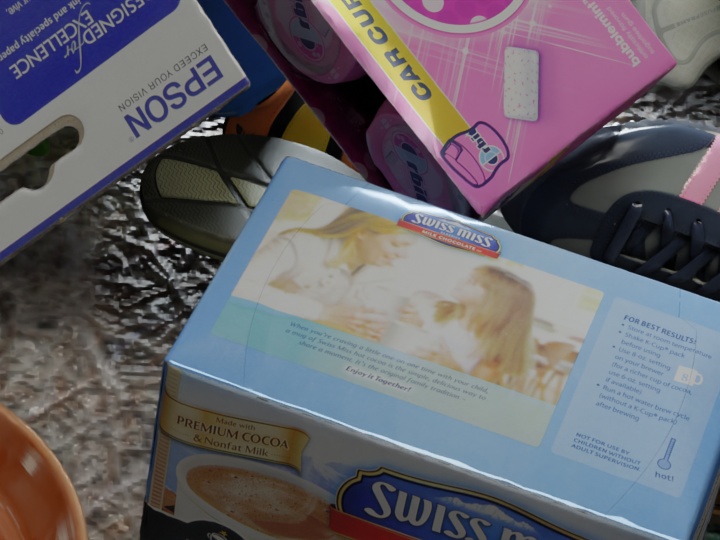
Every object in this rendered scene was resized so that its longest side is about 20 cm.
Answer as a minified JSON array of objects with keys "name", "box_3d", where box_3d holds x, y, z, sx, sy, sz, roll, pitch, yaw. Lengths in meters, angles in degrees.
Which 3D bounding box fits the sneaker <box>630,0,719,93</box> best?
[{"name":"sneaker","box_3d":[0.204,-0.117,1.394,0.199,0.075,0.081,0,84,-30]}]

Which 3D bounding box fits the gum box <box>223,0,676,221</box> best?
[{"name":"gum box","box_3d":[0.016,-0.121,1.184,0.113,0.066,0.200,-37,88,-24]}]

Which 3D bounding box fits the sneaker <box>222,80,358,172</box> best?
[{"name":"sneaker","box_3d":[-0.001,-0.111,1.337,0.090,0.070,0.200,18,45,3]}]

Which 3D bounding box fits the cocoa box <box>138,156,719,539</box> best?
[{"name":"cocoa box","box_3d":[0.033,0.070,1.105,0.199,0.132,0.134,19,43,9]}]

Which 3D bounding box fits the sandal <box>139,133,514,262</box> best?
[{"name":"sandal","box_3d":[0.001,0.001,1.234,0.200,0.057,0.080,18,35,-14]}]

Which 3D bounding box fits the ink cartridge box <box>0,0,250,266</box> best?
[{"name":"ink cartridge box","box_3d":[-0.164,-0.106,1.190,0.200,0.197,0.047,57,20,2]}]

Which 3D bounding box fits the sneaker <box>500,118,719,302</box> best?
[{"name":"sneaker","box_3d":[0.159,-0.013,1.250,0.199,0.070,0.082,3,43,-21]}]

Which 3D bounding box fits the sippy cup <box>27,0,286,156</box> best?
[{"name":"sippy cup","box_3d":[-0.089,-0.131,1.271,0.130,0.178,0.139,28,14,38]}]

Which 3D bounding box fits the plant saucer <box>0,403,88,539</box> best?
[{"name":"plant saucer","box_3d":[-0.200,0.110,1.089,0.199,0.032,0.201,5,44,-5]}]

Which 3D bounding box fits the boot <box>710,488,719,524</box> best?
[{"name":"boot","box_3d":[0.153,0.062,1.181,0.199,0.076,0.074,21,45,13]}]
